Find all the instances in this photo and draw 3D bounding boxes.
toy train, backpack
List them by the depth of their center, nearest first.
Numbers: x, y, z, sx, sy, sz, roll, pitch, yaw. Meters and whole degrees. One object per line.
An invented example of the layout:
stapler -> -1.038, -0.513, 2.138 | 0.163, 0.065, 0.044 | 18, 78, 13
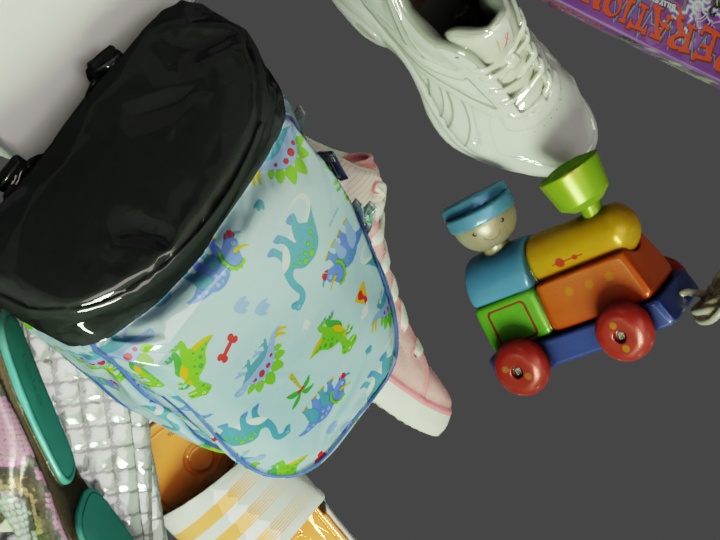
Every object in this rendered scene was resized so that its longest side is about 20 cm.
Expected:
backpack -> -0.065, 0.007, 0.698 | 0.153, 0.201, 0.164 | 31, 70, 18
toy train -> 0.143, -0.017, 0.842 | 0.117, 0.199, 0.085 | 61, 36, -8

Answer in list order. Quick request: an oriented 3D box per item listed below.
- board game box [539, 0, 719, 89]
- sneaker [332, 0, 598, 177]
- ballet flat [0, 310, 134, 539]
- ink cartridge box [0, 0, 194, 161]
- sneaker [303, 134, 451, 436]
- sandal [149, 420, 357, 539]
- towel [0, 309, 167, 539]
board game box -> 0.190, -0.191, 0.913 | 0.198, 0.032, 0.121 | 20, 94, -23
sneaker -> 0.066, -0.119, 0.834 | 0.199, 0.099, 0.078 | 39, 84, -22
ballet flat -> -0.155, 0.115, 0.713 | 0.070, 0.069, 0.202 | -26, 101, 5
ink cartridge box -> -0.186, -0.170, 0.703 | 0.145, 0.147, 0.200 | -47, 111, -9
sneaker -> 0.000, 0.000, 0.839 | 0.200, 0.075, 0.105 | 42, 87, -17
sandal -> -0.044, 0.151, 0.853 | 0.207, 0.059, 0.079 | 44, 82, -20
towel -> -0.190, 0.099, 0.772 | 0.163, 0.085, 0.203 | -10, 100, -16
